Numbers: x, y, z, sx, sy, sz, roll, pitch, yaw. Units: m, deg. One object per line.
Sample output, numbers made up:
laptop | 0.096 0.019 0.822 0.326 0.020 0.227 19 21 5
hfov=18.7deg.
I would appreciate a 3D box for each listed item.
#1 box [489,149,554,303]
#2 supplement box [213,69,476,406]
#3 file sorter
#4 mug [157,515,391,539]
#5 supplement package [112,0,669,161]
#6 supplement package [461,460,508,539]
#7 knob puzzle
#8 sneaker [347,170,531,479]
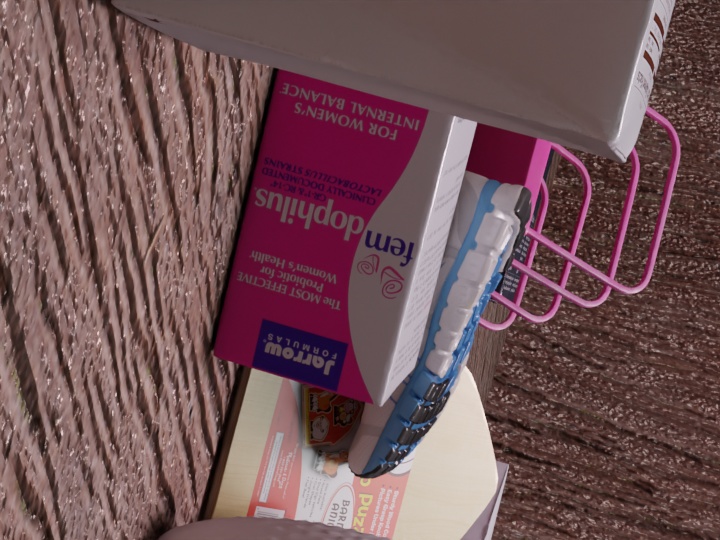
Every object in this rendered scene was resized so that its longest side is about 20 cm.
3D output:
box | 0.099 -0.072 1.841 0.200 0.103 0.184 17 90 -83
supplement box | -0.002 -0.042 1.186 0.103 0.100 0.202 -43 147 -75
file sorter | 0.101 -0.044 1.469 0.199 0.125 0.140 -17 -130 53
mug | -0.029 0.197 1.182 0.200 0.174 0.149 -57 162 -67
supplement package | 0.036 -0.164 0.824 0.147 0.190 0.202 2 104 -81
supplement package | 0.011 0.260 1.697 0.192 0.146 0.201 -62 165 -59
knob puzzle | -0.002 0.116 1.331 0.030 0.218 0.222 17 -88 57
sneaker | 0.026 0.025 1.281 0.201 0.086 0.075 -67 166 15
